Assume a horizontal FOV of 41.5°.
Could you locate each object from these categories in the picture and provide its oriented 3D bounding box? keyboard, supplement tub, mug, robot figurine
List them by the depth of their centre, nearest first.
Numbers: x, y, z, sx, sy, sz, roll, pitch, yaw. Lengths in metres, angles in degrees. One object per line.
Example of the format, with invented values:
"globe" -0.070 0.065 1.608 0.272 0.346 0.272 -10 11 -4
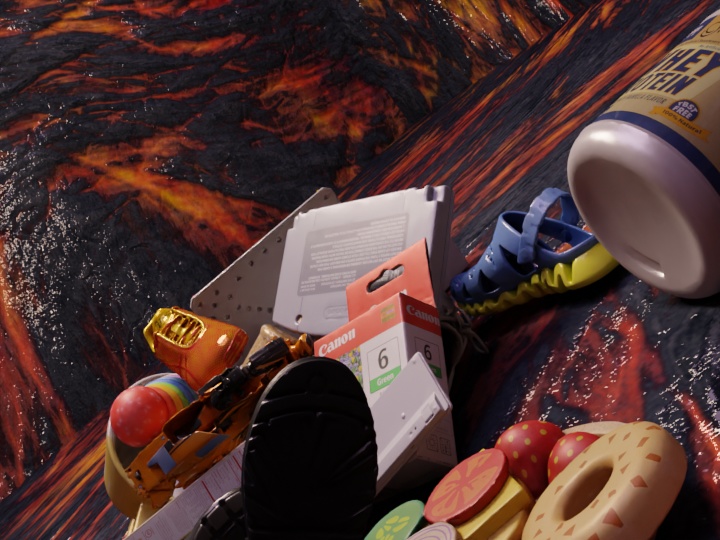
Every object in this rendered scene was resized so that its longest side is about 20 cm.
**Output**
"supplement tub" 0.258 -0.095 0.666 0.199 0.145 0.144 -41 9 -13
"keyboard" -0.005 0.151 0.709 0.201 0.011 0.057 -52 38 20
"robot figurine" -0.113 0.133 0.869 0.199 0.059 0.145 -40 -15 8
"mug" -0.244 0.231 1.099 0.186 0.149 0.154 -40 -8 -39

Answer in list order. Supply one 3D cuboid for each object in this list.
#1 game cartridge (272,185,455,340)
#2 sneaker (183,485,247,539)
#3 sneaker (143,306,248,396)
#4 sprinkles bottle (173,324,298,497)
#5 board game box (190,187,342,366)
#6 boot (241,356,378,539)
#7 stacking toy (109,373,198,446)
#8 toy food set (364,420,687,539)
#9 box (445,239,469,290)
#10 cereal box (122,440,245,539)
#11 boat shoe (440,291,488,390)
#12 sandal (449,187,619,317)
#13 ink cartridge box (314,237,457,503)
"game cartridge" 0.000 0.000 0.885 0.197 0.040 0.136 -7 64 43
"sneaker" -0.130 0.244 0.805 0.199 0.076 0.079 -41 7 -10
"sneaker" -0.169 0.074 0.932 0.074 0.077 0.199 -57 23 -20
"sprinkles bottle" -0.121 0.159 0.990 0.203 0.067 0.068 -61 10 0
"board game box" -0.058 0.047 1.056 0.199 0.201 0.026 -40 19 -11
"boot" -0.037 0.146 0.570 0.072 0.203 0.162 -1 1 -8
"stacking toy" -0.200 0.141 0.947 0.085 0.086 0.200 -39 -7 -5
"toy food set" 0.078 0.147 0.518 0.197 0.049 0.200 -40 9 -4
"box" 0.023 0.015 1.223 0.124 0.098 0.199 -44 10 -33
"cereal box" -0.140 0.225 0.884 0.199 0.040 0.144 -39 -17 3
"boat shoe" 0.072 0.065 0.856 0.085 0.075 0.202 -33 12 31
"sandal" 0.150 -0.016 0.874 0.079 0.088 0.199 -28 1 -39
"ink cartridge box" 0.014 0.075 0.768 0.108 0.050 0.204 -31 51 38
